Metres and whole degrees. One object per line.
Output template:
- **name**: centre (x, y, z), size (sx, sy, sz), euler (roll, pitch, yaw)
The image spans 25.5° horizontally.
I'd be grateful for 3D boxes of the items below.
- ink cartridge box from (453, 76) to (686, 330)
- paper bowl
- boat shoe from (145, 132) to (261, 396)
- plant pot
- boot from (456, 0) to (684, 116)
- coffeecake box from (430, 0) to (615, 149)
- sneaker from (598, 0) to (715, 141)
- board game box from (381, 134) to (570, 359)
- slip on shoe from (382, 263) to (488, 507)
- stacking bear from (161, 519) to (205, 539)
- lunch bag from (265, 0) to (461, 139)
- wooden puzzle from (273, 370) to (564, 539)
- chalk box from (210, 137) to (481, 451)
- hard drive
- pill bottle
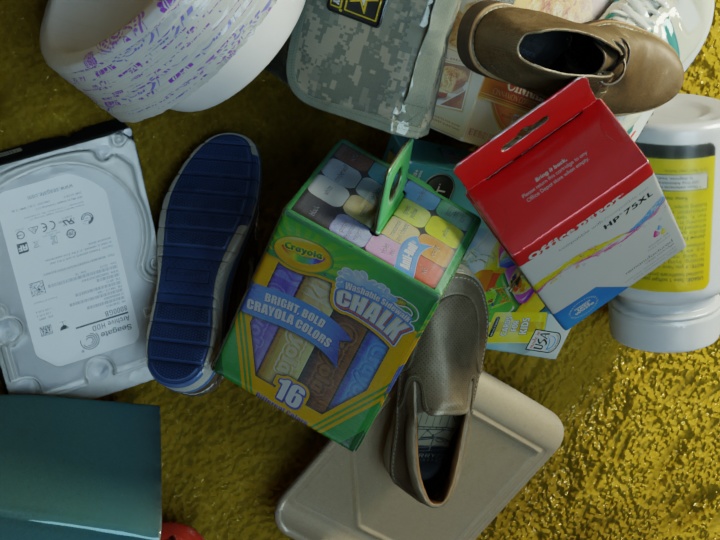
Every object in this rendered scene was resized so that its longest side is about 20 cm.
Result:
- **ink cartridge box**: centre (0.153, -0.044, 1.136), size (0.116, 0.067, 0.200), euler (-36, 151, 5)
- **paper bowl**: centre (-0.113, -0.189, 1.067), size (0.104, 0.201, 0.201), euler (39, 89, -32)
- **boat shoe**: centre (-0.114, -0.003, 1.198), size (0.072, 0.072, 0.201), euler (48, 54, -68)
- **plant pot**: centre (-0.257, 0.176, 1.150), size (0.199, 0.141, 0.142), euler (12, 123, -16)
- **boot**: centre (0.166, -0.142, 1.118), size (0.199, 0.075, 0.074), euler (5, 101, -36)
- **coffeecake box**: centre (0.123, -0.193, 1.211), size (0.153, 0.073, 0.201), euler (7, 107, -57)
- **sneaker**: centre (0.208, -0.172, 1.213), size (0.200, 0.070, 0.093), euler (-58, 156, -4)
- **board game box**: centre (0.093, -0.014, 1.250), size (0.199, 0.047, 0.151), euler (9, 119, -25)
- **slip on shoe**: centre (0.062, 0.092, 1.237), size (0.076, 0.061, 0.201), euler (3, 115, -22)
- **stacking bear**: centre (-0.152, 0.300, 1.278), size (0.113, 0.121, 0.201), euler (-9, 104, -19)
- **lunch bag**: centre (0.008, -0.195, 1.121), size (0.117, 0.200, 0.165), euler (10, 104, -27)
- **wooden puzzle**: centre (0.049, 0.165, 1.329), size (0.185, 0.037, 0.200), euler (31, 102, -31)
- **chalk box**: centre (0.000, 0.000, 1.121), size (0.124, 0.124, 0.200), euler (30, 125, 3)
- **hard drive**: centre (-0.217, 0.001, 1.181), size (0.139, 0.038, 0.201), euler (-17, 115, -18)
- **pill bottle**: centre (0.259, -0.040, 1.338), size (0.114, 0.114, 0.201), euler (-10, 111, -21)
